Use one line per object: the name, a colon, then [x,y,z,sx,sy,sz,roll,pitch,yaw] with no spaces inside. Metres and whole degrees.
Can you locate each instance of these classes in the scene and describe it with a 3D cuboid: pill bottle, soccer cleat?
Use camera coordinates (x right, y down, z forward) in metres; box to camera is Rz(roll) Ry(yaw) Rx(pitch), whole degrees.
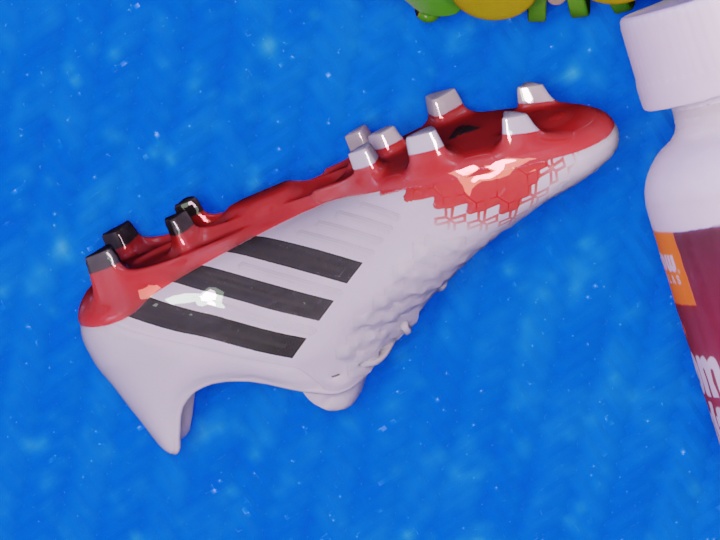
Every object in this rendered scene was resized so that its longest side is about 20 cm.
pill bottle: [0.155,0.001,0.932,0.109,0.110,0.201,-18,96,11]
soccer cleat: [0.000,0.000,0.981,0.199,0.069,0.085,-20,104,14]

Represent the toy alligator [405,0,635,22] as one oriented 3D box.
toy alligator: [0.038,-0.104,0.965,0.199,0.059,0.054,-7,138,9]
